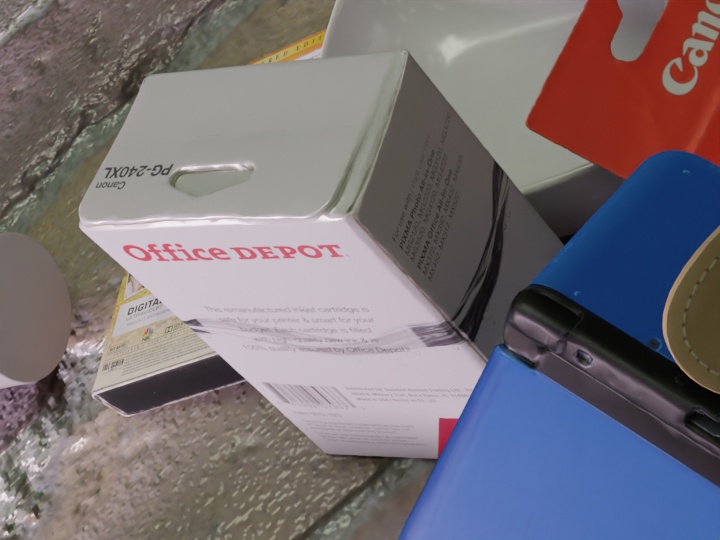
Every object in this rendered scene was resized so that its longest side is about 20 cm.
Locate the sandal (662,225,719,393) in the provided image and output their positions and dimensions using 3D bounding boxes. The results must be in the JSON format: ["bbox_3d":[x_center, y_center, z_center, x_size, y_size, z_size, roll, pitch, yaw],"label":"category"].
[{"bbox_3d":[0.193,-0.027,0.629,0.211,0.078,0.070,-37,7,-1],"label":"sandal"}]

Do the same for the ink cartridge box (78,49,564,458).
[{"bbox_3d":[0.000,0.000,0.756,0.145,0.200,0.084,-1,57,37],"label":"ink cartridge box"}]

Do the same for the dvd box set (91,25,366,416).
[{"bbox_3d":[-0.065,-0.029,0.941,0.146,0.029,0.201,-19,47,36],"label":"dvd box set"}]

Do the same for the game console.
[{"bbox_3d":[0.142,0.080,0.650,0.200,0.119,0.171,33,52,18],"label":"game console"}]

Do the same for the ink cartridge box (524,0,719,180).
[{"bbox_3d":[0.190,-0.088,0.721,0.199,0.047,0.161,26,72,8],"label":"ink cartridge box"}]

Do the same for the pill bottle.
[{"bbox_3d":[-0.264,0.032,0.998,0.199,0.111,0.112,-9,52,32],"label":"pill bottle"}]

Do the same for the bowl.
[{"bbox_3d":[0.074,-0.090,0.867,0.199,0.075,0.201,-12,51,29],"label":"bowl"}]
